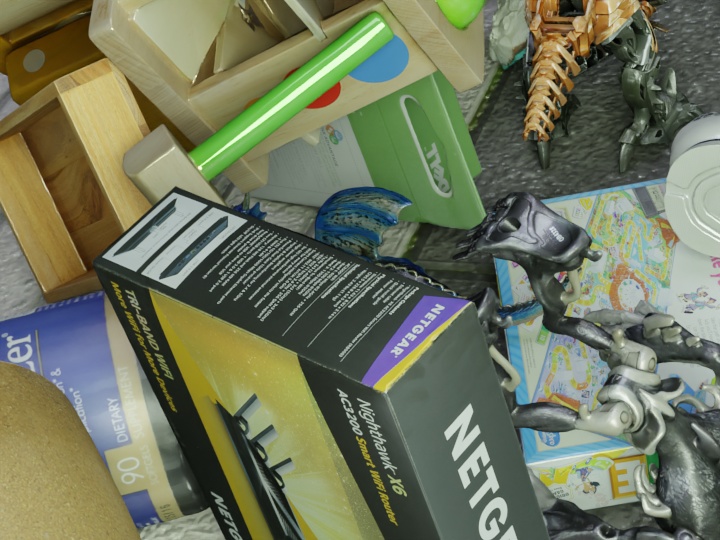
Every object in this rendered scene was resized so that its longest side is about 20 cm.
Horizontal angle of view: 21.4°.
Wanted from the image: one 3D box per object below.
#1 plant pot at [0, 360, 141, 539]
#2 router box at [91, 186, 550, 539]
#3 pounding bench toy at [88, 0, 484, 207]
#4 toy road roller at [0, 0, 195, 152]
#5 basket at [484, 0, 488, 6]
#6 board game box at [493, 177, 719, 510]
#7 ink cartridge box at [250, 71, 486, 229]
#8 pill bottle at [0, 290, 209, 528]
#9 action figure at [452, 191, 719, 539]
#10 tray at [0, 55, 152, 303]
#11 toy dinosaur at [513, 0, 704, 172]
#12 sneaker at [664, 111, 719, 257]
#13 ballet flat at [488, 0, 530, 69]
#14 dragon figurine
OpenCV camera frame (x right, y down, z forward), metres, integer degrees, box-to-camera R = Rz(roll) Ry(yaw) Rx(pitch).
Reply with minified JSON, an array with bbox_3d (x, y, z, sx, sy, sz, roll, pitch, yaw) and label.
[{"bbox_3d":[-0.138,0.169,0.716,0.186,0.187,0.200,-29,53,-20],"label":"plant pot"},{"bbox_3d":[-0.006,0.075,0.753,0.157,0.200,0.052,21,54,39],"label":"router box"},{"bbox_3d":[-0.025,-0.117,0.879,0.156,0.124,0.200,-22,43,25],"label":"pounding bench toy"},{"bbox_3d":[-0.149,-0.121,1.082,0.123,0.200,0.146,-23,65,14],"label":"toy road roller"},{"bbox_3d":[-0.008,-0.213,1.098,0.200,0.176,0.139,35,86,2],"label":"basket"},{"bbox_3d":[0.136,0.028,0.912,0.134,0.034,0.200,-10,36,6],"label":"board game box"},{"bbox_3d":[0.001,-0.088,1.025,0.059,0.104,0.200,-38,31,-31],"label":"ink cartridge box"},{"bbox_3d":[-0.174,0.081,0.878,0.199,0.112,0.112,-15,36,-2],"label":"pill bottle"},{"bbox_3d":[0.103,0.059,0.778,0.119,0.200,0.102,-54,24,-19],"label":"action figure"},{"bbox_3d":[-0.143,-0.041,0.965,0.037,0.099,0.200,-27,6,-21],"label":"tray"},{"bbox_3d":[0.121,-0.133,1.049,0.102,0.136,0.200,22,49,38],"label":"toy dinosaur"},{"bbox_3d":[0.246,-0.034,0.904,0.199,0.077,0.081,18,26,7],"label":"sneaker"},{"bbox_3d":[0.132,-0.193,1.179,0.072,0.072,0.200,19,43,37],"label":"ballet flat"},{"bbox_3d":[0.000,0.000,0.918,0.200,0.100,0.059,-7,33,41],"label":"dragon figurine"}]
